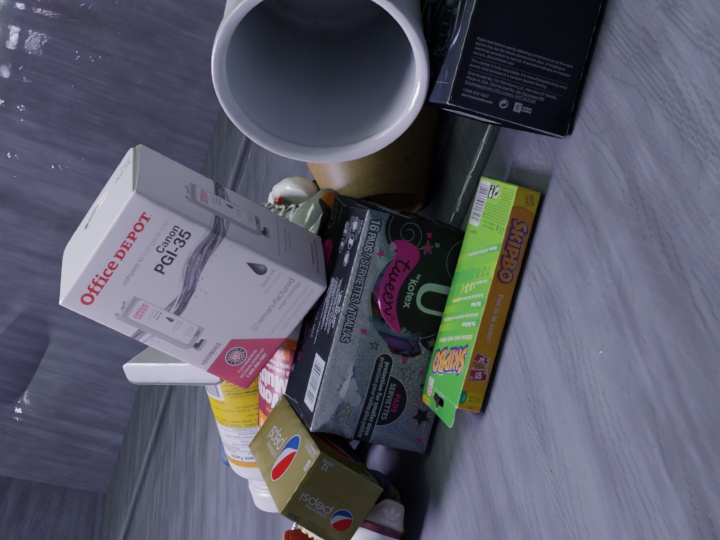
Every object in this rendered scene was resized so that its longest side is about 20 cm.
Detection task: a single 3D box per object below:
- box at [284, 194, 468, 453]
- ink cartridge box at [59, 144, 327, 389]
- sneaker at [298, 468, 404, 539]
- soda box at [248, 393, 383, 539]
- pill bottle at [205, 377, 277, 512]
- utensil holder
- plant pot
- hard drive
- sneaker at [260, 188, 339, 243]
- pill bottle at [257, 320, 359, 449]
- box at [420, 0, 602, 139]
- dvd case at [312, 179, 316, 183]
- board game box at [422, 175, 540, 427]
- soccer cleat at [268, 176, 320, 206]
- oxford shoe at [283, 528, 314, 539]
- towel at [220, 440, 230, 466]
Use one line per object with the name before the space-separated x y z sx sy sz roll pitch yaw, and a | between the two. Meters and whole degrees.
box | 0.019 0.046 1.129 0.132 0.114 0.201 -147 70 -73
ink cartridge box | -0.152 0.000 1.131 0.147 0.199 0.083 -51 27 26
sneaker | -0.003 0.222 1.164 0.090 0.075 0.200 -67 21 3
soda box | -0.045 0.175 1.118 0.064 0.068 0.200 -57 15 0
pill bottle | -0.104 0.161 1.383 0.111 0.111 0.201 -118 13 -69
utensil holder | -0.029 -0.216 1.032 0.200 0.169 0.170 -88 18 -48
plant pot | 0.004 -0.154 1.286 0.186 0.186 0.201 133 132 -63
hard drive | -0.140 0.063 1.330 0.200 0.131 0.027 -39 -62 -48
sneaker | -0.082 -0.039 1.262 0.076 0.092 0.200 -42 -2 -35
pill bottle | -0.050 0.127 1.270 0.110 0.109 0.201 -112 23 -66
box | 0.113 -0.215 1.024 0.200 0.104 0.183 -143 68 -74
dvd case | -0.079 -0.012 1.482 0.143 0.018 0.201 -28 -40 -55
board game box | 0.096 0.025 1.028 0.096 0.030 0.201 -142 69 -75
soccer cleat | -0.056 -0.065 1.368 0.200 0.069 0.078 82 -149 -68
oxford shoe | -0.041 0.311 1.217 0.200 0.071 0.073 -136 56 -73
towel | -0.110 0.151 1.546 0.049 0.111 0.200 40 124 22
